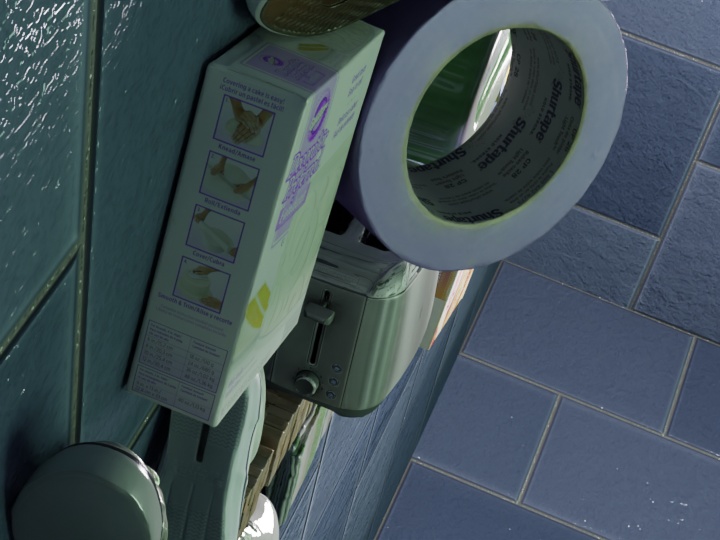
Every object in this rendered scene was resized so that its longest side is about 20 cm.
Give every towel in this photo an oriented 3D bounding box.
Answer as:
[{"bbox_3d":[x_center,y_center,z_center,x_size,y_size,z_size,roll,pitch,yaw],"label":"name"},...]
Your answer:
[{"bbox_3d":[-0.046,0.136,1.570,0.149,0.031,0.200,106,7,-51],"label":"towel"}]

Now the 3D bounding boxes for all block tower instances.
[{"bbox_3d":[-0.089,0.135,1.142,0.200,0.058,0.054,-62,170,-50],"label":"block tower"}]

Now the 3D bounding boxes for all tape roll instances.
[{"bbox_3d":[0.064,-0.106,1.012,0.199,0.085,0.201,-18,128,-24],"label":"tape roll"}]

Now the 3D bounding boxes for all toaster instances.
[{"bbox_3d":[0.000,0.000,1.177,0.200,0.113,0.130,-57,164,-49],"label":"toaster"}]

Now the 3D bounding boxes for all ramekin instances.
[{"bbox_3d":[0.057,-0.170,1.150,0.200,0.097,0.201,22,90,-82],"label":"ramekin"}]

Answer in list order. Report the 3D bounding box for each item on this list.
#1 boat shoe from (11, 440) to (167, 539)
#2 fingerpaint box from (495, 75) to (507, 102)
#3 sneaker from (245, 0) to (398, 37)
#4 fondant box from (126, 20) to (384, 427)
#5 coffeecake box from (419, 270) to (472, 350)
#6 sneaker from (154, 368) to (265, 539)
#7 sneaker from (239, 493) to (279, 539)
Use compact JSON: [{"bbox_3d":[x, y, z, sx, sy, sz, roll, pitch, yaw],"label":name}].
[{"bbox_3d":[-0.126,0.125,0.803,0.200,0.072,0.066,102,8,-56],"label":"boat shoe"},{"bbox_3d":[0.137,-0.283,1.490,0.167,0.073,0.201,-58,165,-56],"label":"fingerpaint box"},{"bbox_3d":[-0.007,-0.184,0.863,0.073,0.085,0.200,-40,173,40],"label":"sneaker"},{"bbox_3d":[-0.057,-0.034,0.890,0.144,0.058,0.201,-53,162,-62],"label":"fondant box"},{"bbox_3d":[0.097,-0.014,1.951,0.200,0.073,0.154,-49,160,-67],"label":"coffeecake box"},{"bbox_3d":[-0.098,0.139,1.021,0.071,0.073,0.201,-29,140,-73],"label":"sneaker"},{"bbox_3d":[-0.108,0.220,1.203,0.200,0.076,0.081,-60,159,-56],"label":"sneaker"}]
